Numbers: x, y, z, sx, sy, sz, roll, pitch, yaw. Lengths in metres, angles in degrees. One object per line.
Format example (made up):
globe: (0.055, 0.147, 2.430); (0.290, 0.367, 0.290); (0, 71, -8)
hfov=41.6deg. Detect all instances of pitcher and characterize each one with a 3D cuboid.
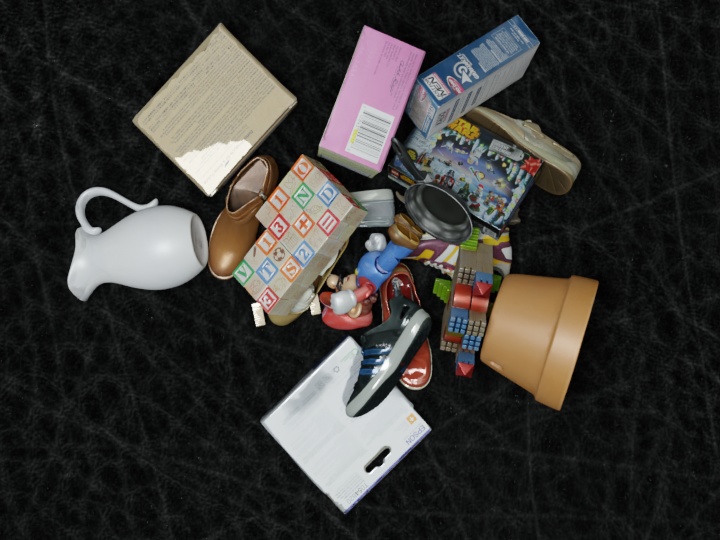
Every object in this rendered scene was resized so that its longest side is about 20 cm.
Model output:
pitcher: (-0.337, -0.053, 1.428); (0.195, 0.121, 0.176); (-9, 78, 8)

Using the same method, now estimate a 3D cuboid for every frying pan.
frying pan: (0.089, -0.112, 1.355); (0.190, 0.114, 0.031); (46, 61, -13)

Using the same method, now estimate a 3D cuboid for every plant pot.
plant pot: (0.266, 0.092, 1.433); (0.137, 0.200, 0.204); (18, 92, 12)

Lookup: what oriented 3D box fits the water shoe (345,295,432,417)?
water shoe: (0.030, 0.130, 1.438); (0.079, 0.071, 0.201); (40, 101, 24)

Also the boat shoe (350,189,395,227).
boat shoe: (-0.040, -0.077, 1.458); (0.196, 0.070, 0.073); (-10, 90, -5)

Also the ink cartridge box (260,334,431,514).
ink cartridge box: (-0.022, 0.241, 1.490); (0.199, 0.041, 0.201); (-42, 95, -1)

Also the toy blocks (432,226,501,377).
toy blocks: (0.156, 0.059, 1.400); (0.098, 0.138, 0.203); (10, 124, 1)

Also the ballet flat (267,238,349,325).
ballet flat: (-0.079, 0.004, 1.415); (0.068, 0.063, 0.202); (24, 104, -24)

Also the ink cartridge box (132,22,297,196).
ink cartridge box: (-0.218, -0.240, 1.436); (0.165, 0.075, 0.200); (44, 89, -6)

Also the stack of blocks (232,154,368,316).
stack of blocks: (-0.096, -0.049, 1.368); (0.115, 0.058, 0.201); (44, 103, 22)

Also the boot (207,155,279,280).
boot: (-0.182, -0.080, 1.406); (0.072, 0.155, 0.204); (22, 91, -3)

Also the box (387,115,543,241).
box: (0.158, -0.153, 1.431); (0.198, 0.040, 0.138); (30, 69, 13)

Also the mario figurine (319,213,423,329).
mario figurine: (0.000, 0.000, 1.409); (0.201, 0.122, 0.106); (-51, 59, 19)

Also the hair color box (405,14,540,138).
hair color box: (0.166, -0.289, 1.414); (0.198, 0.100, 0.061); (-34, 77, -17)

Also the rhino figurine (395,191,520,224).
rhino figurine: (0.152, -0.119, 1.470); (0.195, 0.060, 0.090); (0, 74, -2)

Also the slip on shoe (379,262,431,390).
slip on shoe: (0.070, 0.089, 1.478); (0.072, 0.061, 0.205); (-10, 95, -4)

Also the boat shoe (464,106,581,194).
boat shoe: (0.253, -0.198, 1.475); (0.198, 0.073, 0.065); (33, 55, 7)

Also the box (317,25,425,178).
box: (0.012, -0.238, 1.387); (0.095, 0.200, 0.179); (21, 91, -4)

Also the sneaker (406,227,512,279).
sneaker: (0.140, -0.017, 1.470); (0.195, 0.075, 0.092); (-6, 93, -1)

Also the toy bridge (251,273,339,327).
toy bridge: (-0.074, 0.035, 1.483); (0.195, 0.027, 0.069); (-12, 93, -3)
